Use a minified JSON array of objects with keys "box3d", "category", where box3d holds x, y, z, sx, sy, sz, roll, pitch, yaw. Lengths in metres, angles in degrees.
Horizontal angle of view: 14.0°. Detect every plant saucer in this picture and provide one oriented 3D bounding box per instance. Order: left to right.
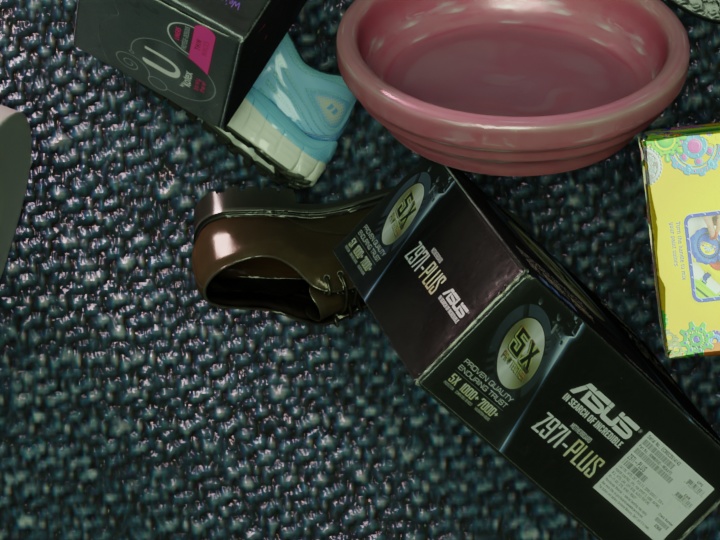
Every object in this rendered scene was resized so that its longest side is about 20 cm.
[{"box3d":[0.085,-0.112,1.655,0.199,0.201,0.051,5,123,6],"category":"plant saucer"}]

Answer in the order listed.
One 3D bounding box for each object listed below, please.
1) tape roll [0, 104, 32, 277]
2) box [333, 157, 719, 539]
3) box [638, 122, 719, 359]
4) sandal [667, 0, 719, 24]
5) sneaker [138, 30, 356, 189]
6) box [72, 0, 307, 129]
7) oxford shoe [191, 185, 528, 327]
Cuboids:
[{"box3d":[-0.291,-0.020,1.687,0.138,0.203,0.204,19,95,5],"category":"tape roll"},{"box3d":[0.099,0.050,1.625,0.086,0.164,0.200,-45,119,7],"category":"box"},{"box3d":[0.257,-0.029,1.623,0.191,0.200,0.123,-7,93,8],"category":"box"},{"box3d":[0.164,-0.208,1.705,0.200,0.048,0.076,34,91,17],"category":"sandal"},{"box3d":[-0.086,-0.138,1.732,0.200,0.078,0.090,39,79,-1],"category":"sneaker"},{"box3d":[-0.067,-0.202,1.652,0.106,0.122,0.201,30,68,4],"category":"box"},{"box3d":[0.000,0.000,1.704,0.199,0.085,0.073,-4,135,7],"category":"oxford shoe"}]
